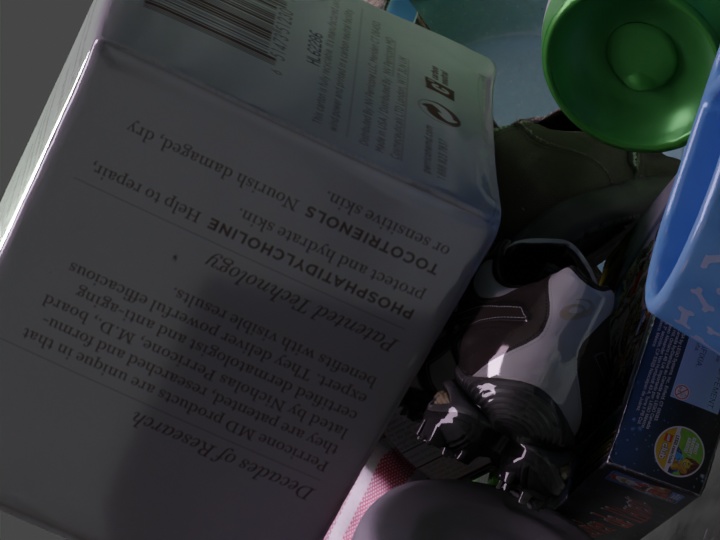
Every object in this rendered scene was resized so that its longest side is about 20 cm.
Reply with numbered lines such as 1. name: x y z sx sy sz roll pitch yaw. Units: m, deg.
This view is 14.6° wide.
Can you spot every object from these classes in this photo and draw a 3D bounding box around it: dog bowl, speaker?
1. dog bowl: 0.149 -0.062 0.965 0.111 0.050 0.200 121 169 -81
2. speaker: 0.134 -0.125 1.119 0.200 0.088 0.088 -57 -10 -52

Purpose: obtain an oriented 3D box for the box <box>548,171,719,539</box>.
1. box: 0.114 0.038 1.113 0.200 0.038 0.137 116 173 -74

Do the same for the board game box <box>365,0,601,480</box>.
1. board game box: 0.000 0.000 1.289 0.159 0.200 0.097 -28 20 23

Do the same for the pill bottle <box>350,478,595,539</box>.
1. pill bottle: 0.022 0.190 1.090 0.111 0.111 0.200 -74 4 -61

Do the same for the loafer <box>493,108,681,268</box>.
1. loafer: 0.096 -0.042 1.228 0.075 0.070 0.200 -35 -7 14

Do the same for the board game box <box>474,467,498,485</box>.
1. board game box: 0.073 0.116 1.348 0.200 0.048 0.102 -73 3 -61

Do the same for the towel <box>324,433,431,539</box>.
1. towel: 0.011 0.160 1.216 0.200 0.030 0.146 42 114 41

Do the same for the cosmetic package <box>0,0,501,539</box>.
1. cosmetic package: -0.061 -0.006 1.125 0.167 0.166 0.200 -85 21 -63

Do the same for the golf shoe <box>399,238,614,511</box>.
1. golf shoe: 0.063 0.033 1.101 0.095 0.078 0.200 -62 10 1

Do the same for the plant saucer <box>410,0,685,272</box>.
1. plant saucer: 0.070 -0.058 1.405 0.036 0.200 0.200 55 -129 -60
